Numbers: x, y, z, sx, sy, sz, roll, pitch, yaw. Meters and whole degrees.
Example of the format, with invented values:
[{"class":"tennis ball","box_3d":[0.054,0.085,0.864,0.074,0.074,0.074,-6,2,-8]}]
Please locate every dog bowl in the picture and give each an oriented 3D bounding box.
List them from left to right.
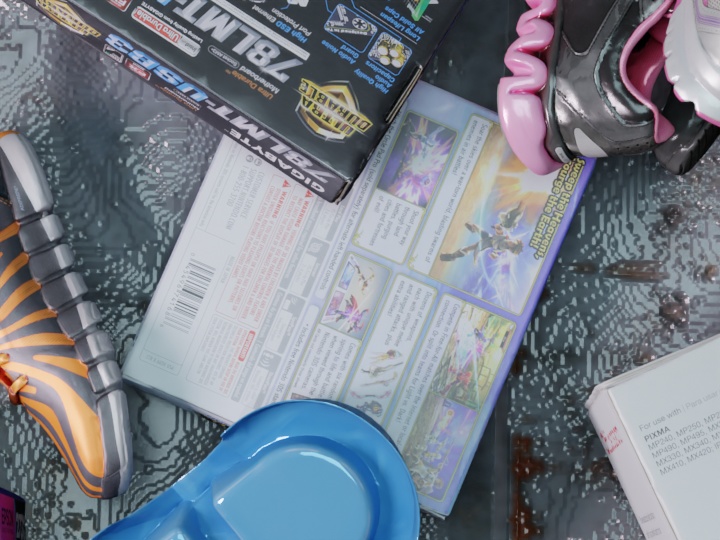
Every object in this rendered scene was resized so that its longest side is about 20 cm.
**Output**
[{"class":"dog bowl","box_3d":[-0.057,0.140,1.422,0.200,0.050,0.112,-39,94,13]}]

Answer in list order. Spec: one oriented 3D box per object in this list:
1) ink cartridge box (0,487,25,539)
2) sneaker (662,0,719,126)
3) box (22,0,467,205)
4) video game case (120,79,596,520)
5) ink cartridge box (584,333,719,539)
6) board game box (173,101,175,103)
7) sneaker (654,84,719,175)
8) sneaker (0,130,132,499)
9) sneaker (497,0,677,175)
[{"class":"ink cartridge box","box_3d":[-0.186,0.166,1.423,0.037,0.095,0.201,-4,83,1]},{"class":"sneaker","box_3d":[0.188,-0.164,1.368,0.081,0.088,0.201,14,51,-32]},{"class":"box","box_3d":[-0.041,-0.168,1.437,0.199,0.050,0.199,32,73,-2]},{"class":"video game case","box_3d":[0.000,0.000,1.465,0.180,0.045,0.201,23,84,4]},{"class":"ink cartridge box","box_3d":[0.190,0.134,1.395,0.082,0.146,0.201,-24,84,-1]},{"class":"board game box","box_3d":[-0.093,-0.212,1.497,0.151,0.037,0.200,-35,85,-4]},{"class":"sneaker","box_3d":[0.174,-0.146,1.470,0.088,0.074,0.201,22,74,5]},{"class":"sneaker","box_3d":[-0.190,0.034,1.440,0.111,0.078,0.201,-18,71,-18]},{"class":"sneaker","box_3d":[0.129,-0.144,1.426,0.095,0.079,0.201,-1,74,29]}]
